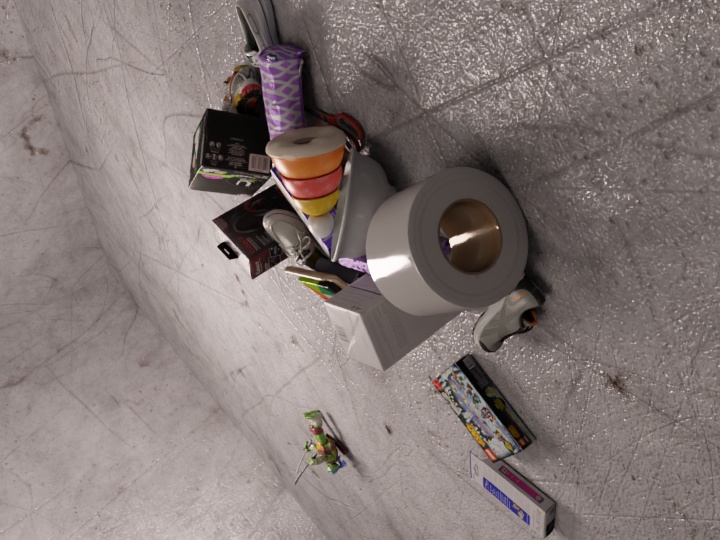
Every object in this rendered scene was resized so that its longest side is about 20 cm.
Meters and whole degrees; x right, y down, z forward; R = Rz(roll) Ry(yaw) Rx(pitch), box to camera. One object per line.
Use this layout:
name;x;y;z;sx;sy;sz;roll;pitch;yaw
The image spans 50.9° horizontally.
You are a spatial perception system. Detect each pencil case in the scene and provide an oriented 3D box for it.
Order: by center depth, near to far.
pencil case;-0.135;-0.316;1.395;0.085;0.084;0.201;5;129;10

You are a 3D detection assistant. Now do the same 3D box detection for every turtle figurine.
turtle figurine;-0.152;0.530;2.275;0.199;0.144;0.195;-14;89;20

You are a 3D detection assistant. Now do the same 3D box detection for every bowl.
bowl;0.009;-0.108;1.323;0.201;0.090;0.202;-170;90;-83

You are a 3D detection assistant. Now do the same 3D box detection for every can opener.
can opener;0.000;0.000;1.520;0.199;0.067;0.053;20;179;36

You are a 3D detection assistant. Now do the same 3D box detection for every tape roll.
tape roll;0.125;-0.038;1.111;0.203;0.202;0.139;60;155;-5

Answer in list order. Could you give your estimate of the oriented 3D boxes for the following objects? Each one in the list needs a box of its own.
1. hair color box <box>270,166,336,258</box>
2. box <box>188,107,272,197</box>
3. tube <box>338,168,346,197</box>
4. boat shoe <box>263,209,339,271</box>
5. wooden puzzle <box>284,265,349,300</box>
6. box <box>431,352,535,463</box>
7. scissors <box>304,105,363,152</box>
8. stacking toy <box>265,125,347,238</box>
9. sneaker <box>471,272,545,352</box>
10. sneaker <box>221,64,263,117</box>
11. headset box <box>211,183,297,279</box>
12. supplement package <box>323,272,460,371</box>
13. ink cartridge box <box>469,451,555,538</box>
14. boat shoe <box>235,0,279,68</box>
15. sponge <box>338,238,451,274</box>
hair color box;-0.097;-0.128;1.533;0.200;0.065;0.109;55;175;9
box;-0.274;-0.242;1.599;0.200;0.148;0.125;162;113;-68
tube;-0.086;-0.215;1.475;0.200;0.052;0.058;45;111;36
boat shoe;-0.121;-0.045;1.589;0.202;0.075;0.086;41;-161;-29
wooden puzzle;-0.046;0.052;1.585;0.200;0.037;0.185;32;169;-31
box;0.230;0.266;1.448;0.200;0.040;0.137;52;155;11
scissors;-0.060;-0.284;1.389;0.200;0.014;0.073;44;154;29
stacking toy;-0.085;-0.150;1.366;0.146;0.146;0.201;24;129;50
sneaker;0.234;0.079;1.199;0.079;0.074;0.201;41;150;20
sneaker;-0.251;-0.361;1.587;0.200;0.077;0.083;-35;73;61
headset box;-0.221;-0.083;1.677;0.149;0.200;0.075;44;153;28
supplement package;0.061;0.064;1.338;0.120;0.200;0.122;13;131;55
ink cartridge box;0.302;0.441;1.522;0.200;0.037;0.095;32;146;38
boat shoe;-0.188;-0.412;1.406;0.073;0.067;0.201;28;142;47
sponge;0.055;-0.032;1.344;0.200;0.111;0.030;19;140;53
